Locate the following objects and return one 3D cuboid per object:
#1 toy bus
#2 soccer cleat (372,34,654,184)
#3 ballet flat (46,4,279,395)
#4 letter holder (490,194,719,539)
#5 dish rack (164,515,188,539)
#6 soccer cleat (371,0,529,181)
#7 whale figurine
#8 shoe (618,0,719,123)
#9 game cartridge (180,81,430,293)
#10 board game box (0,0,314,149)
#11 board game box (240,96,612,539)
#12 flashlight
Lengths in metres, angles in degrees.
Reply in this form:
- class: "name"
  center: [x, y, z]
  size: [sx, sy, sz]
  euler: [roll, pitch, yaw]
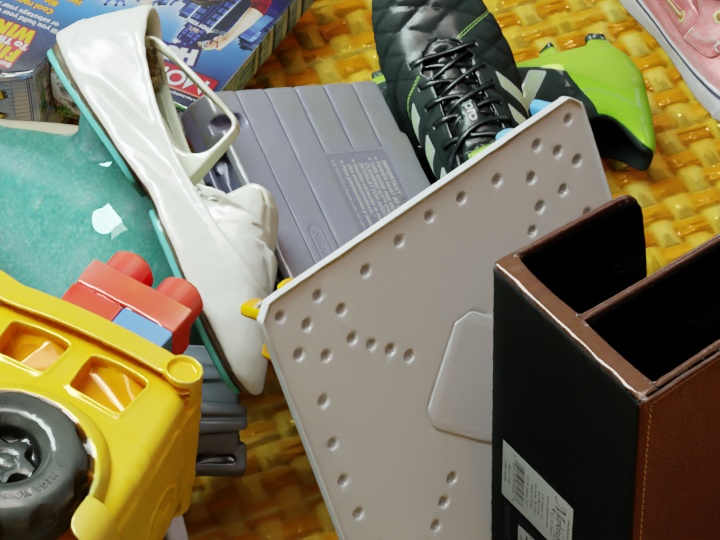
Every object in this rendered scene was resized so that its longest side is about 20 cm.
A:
- class: "toy bus"
  center: [-0.162, 0.060, 1.276]
  size: [0.199, 0.136, 0.192]
  euler: [24, 52, 13]
- class: "soccer cleat"
  center: [0.061, -0.070, 1.540]
  size: [0.199, 0.068, 0.081]
  euler: [-13, 62, -10]
- class: "ballet flat"
  center: [-0.078, -0.040, 1.357]
  size: [0.069, 0.069, 0.201]
  euler: [-24, 76, -20]
- class: "letter holder"
  center: [0.143, 0.062, 1.300]
  size: [0.142, 0.201, 0.101]
  euler: [-29, 52, -23]
- class: "dish rack"
  center: [-0.163, 0.150, 1.341]
  size: [0.171, 0.044, 0.200]
  euler: [-4, 37, -13]
- class: "soccer cleat"
  center: [0.061, -0.069, 1.465]
  size: [0.067, 0.081, 0.201]
  euler: [-21, 91, -3]
- class: "whale figurine"
  center: [-0.156, -0.019, 1.439]
  size: [0.199, 0.159, 0.104]
  euler: [33, 34, 5]
- class: "shoe"
  center: [0.204, -0.154, 1.601]
  size: [0.071, 0.091, 0.200]
  euler: [-24, 51, -19]
- class: "game cartridge"
  center: [0.000, 0.000, 1.429]
  size: [0.129, 0.038, 0.201]
  euler: [-5, 64, -49]
- class: "board game box"
  center: [-0.147, -0.130, 1.611]
  size: [0.199, 0.062, 0.200]
  euler: [22, 53, 20]
- class: "board game box"
  center: [0.051, 0.048, 1.357]
  size: [0.200, 0.201, 0.026]
  euler: [-35, 31, -27]
- class: "flashlight"
  center: [-0.155, 0.059, 1.374]
  size: [0.199, 0.068, 0.068]
  euler: [-1, 27, -8]
